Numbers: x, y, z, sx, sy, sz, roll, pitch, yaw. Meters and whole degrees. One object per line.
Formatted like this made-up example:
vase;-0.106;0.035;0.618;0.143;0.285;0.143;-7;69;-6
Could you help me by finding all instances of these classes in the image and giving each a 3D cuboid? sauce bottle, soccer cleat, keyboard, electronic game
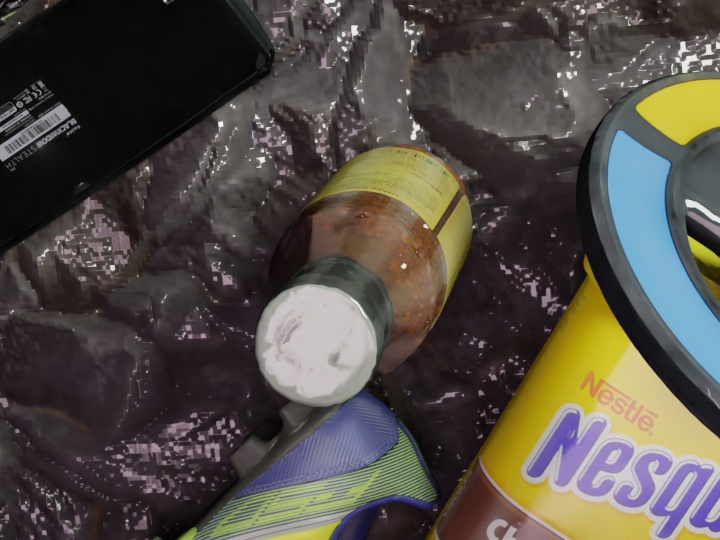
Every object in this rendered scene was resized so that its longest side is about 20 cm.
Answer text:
sauce bottle;0.000;0.000;0.763;0.065;0.200;0.067;2;102;10
soccer cleat;-0.051;0.132;0.868;0.084;0.065;0.200;44;104;1
keyboard;-0.139;-0.073;0.862;0.199;0.040;0.104;-32;119;13
electronic game;0.165;0.006;0.747;0.199;0.200;0.042;33;130;0

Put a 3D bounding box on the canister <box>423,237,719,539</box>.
canister;0.112;0.094;0.826;0.148;0.087;0.201;31;106;1
